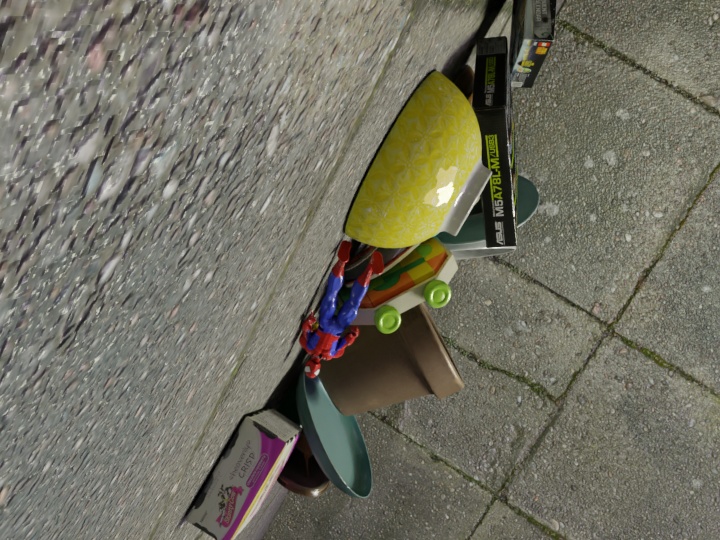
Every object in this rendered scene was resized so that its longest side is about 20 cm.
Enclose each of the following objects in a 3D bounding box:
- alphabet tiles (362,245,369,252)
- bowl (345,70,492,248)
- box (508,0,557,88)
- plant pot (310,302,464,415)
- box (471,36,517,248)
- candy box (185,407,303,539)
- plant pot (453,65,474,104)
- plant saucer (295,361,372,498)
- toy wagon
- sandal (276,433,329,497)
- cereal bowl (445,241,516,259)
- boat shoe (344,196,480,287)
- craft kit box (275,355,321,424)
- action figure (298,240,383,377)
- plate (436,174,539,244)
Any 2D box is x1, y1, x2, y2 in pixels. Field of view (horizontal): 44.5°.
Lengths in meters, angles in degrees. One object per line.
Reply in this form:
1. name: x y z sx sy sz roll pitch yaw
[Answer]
1. alphabet tiles: 0.000 0.000 1.313 0.201 0.007 0.168 -55 173 -42
2. bowl: 0.078 -0.099 0.949 0.202 0.107 0.200 -59 174 -9
3. box: 0.219 -0.328 1.123 0.200 0.039 0.140 44 50 -85
4. plant pot: 0.027 0.113 1.227 0.173 0.202 0.200 -28 176 3
5. box: 0.173 -0.165 1.117 0.201 0.047 0.195 -77 162 -51
6. candy box: -0.135 0.246 1.082 0.138 0.060 0.200 -60 175 -3
7. plant pot: 0.113 -0.190 1.235 0.202 0.027 0.200 -60 175 -8
8. plant saucer: -0.040 0.224 1.224 0.027 0.202 0.200 -26 -179 11
9. toy wagon: 0.023 0.024 1.105 0.198 0.040 0.155 -27 -154 -4
10. sandal: -0.066 0.251 1.259 0.200 0.080 0.055 -53 152 -63
11. cereal bowl: 0.132 -0.062 1.321 0.200 0.196 0.085 49 37 -85
12. boat shoe: 0.051 -0.055 1.071 0.199 0.063 0.071 -37 -167 9
13. craft kit box: -0.105 0.226 1.368 0.201 0.048 0.198 -57 172 -27
14. action figure: -0.031 0.057 1.023 0.052 0.064 0.201 -86 -166 -46
15. plate: 0.150 -0.100 1.229 0.201 0.197 0.026 -54 141 -46
